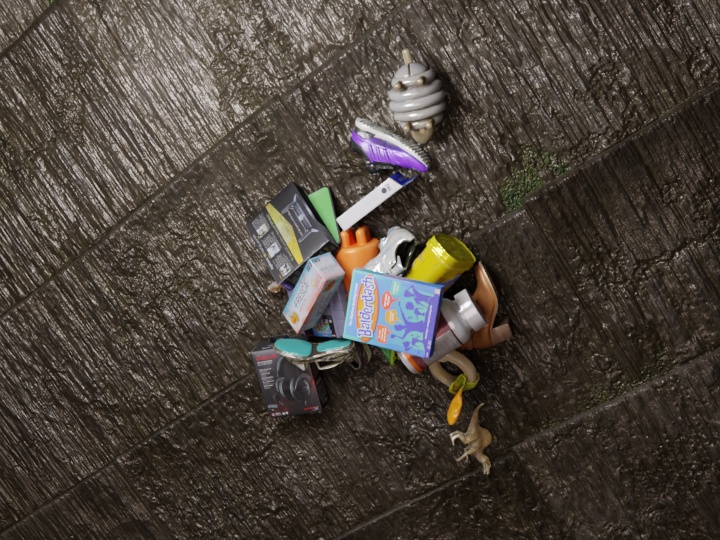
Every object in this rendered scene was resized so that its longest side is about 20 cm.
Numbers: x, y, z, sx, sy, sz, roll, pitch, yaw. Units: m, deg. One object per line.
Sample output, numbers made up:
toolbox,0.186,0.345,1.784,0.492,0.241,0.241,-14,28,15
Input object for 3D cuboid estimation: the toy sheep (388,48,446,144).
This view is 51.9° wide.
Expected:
toy sheep,0.120,-0.369,1.574,0.136,0.138,0.203,-4,113,14

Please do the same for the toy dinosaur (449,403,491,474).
toy dinosaur,0.270,0.405,1.804,0.099,0.058,0.203,-12,111,0

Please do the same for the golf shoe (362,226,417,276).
golf shoe,0.058,-0.001,1.623,0.078,0.097,0.202,27,87,-27

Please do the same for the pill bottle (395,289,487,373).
pill bottle,0.174,0.132,1.638,0.199,0.110,0.110,-34,96,11

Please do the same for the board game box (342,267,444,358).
board game box,0.070,0.089,1.579,0.197,0.045,0.155,11,100,18

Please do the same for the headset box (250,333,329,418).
headset box,-0.176,0.253,1.845,0.146,0.077,0.203,-10,104,15

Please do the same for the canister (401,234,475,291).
canister,0.151,0.022,1.669,0.087,0.148,0.200,49,114,21

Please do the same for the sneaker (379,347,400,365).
sneaker,0.059,0.148,1.740,0.083,0.074,0.201,26,153,36

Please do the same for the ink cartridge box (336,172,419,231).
ink cartridge box,0.039,-0.167,1.667,0.199,0.099,0.039,-35,94,18

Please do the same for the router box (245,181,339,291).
router box,-0.159,-0.079,1.696,0.157,0.052,0.201,-39,58,11

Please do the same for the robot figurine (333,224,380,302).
robot figurine,0.002,0.000,1.712,0.142,0.116,0.203,-15,105,-24

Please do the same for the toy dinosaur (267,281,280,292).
toy dinosaur,-0.149,-0.026,1.782,0.199,0.061,0.107,-34,107,11

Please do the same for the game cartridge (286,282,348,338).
game cartridge,-0.097,0.093,1.750,0.198,0.038,0.132,-1,101,48

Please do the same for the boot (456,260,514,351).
boot,0.255,0.089,1.709,0.153,0.077,0.202,-17,108,21

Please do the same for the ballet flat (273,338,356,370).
ballet flat,-0.107,0.202,1.749,0.196,0.068,0.076,-3,120,5

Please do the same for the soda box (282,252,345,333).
soda box,-0.107,0.053,1.670,0.069,0.063,0.201,51,136,20

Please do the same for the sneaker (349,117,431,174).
sneaker,0.061,-0.254,1.656,0.198,0.069,0.101,31,111,12

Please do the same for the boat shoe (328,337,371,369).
boat shoe,-0.043,0.150,1.791,0.073,0.065,0.201,-36,94,21

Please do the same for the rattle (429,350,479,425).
rattle,0.170,0.233,1.714,0.200,0.130,0.143,48,71,-18

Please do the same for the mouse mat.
mouse mat,-0.142,-0.094,1.727,0.198,0.008,0.163,-24,62,20
